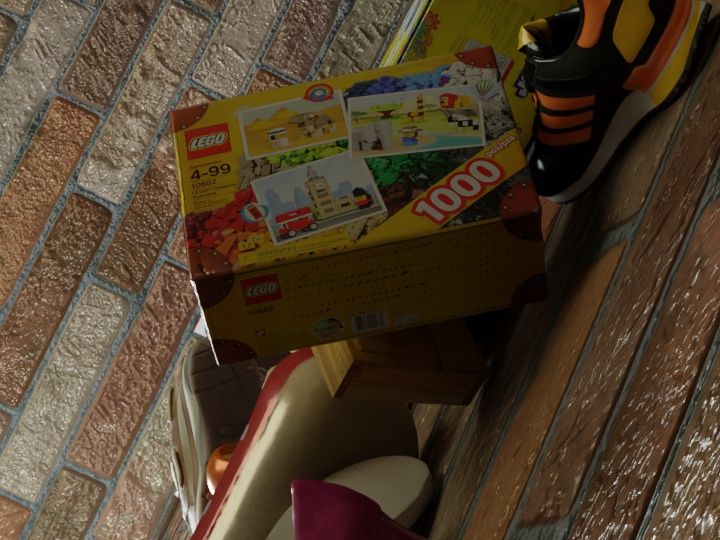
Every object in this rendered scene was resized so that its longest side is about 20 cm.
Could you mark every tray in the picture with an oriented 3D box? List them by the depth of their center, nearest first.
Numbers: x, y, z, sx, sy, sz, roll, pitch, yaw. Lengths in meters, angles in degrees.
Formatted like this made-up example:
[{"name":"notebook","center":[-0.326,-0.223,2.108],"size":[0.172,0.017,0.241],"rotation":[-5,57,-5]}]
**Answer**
[{"name":"tray","center":[0.000,0.000,1.181],"size":[0.037,0.098,0.200],"rotation":[-62,37,33]}]

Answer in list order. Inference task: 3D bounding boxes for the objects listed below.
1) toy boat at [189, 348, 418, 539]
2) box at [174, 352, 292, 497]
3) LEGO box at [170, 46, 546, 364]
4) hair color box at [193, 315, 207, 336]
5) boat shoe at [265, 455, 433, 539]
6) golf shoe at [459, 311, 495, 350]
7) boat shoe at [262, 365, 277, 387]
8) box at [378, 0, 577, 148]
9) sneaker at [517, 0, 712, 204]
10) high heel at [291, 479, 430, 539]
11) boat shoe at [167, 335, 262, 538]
[{"name":"toy boat","center":[-0.054,0.144,1.224],"size":[0.131,0.130,0.200],"rotation":[20,81,50]},{"name":"box","center":[-0.146,0.185,2.224],"size":[0.100,0.075,0.200],"rotation":[-57,7,46]},{"name":"LEGO box","center":[-0.002,-0.041,1.100],"size":[0.077,0.200,0.149],"rotation":[79,179,-46]},{"name":"hair color box","center":[-0.187,0.034,3.066],"size":[0.200,0.101,0.061],"rotation":[-61,6,28]},{"name":"boat shoe","center":[-0.021,0.200,1.125],"size":[0.200,0.075,0.093],"rotation":[-37,-53,-36]},{"name":"golf shoe","center":[0.048,0.011,1.258],"size":[0.077,0.088,0.200],"rotation":[-62,9,-1]},{"name":"boat shoe","center":[-0.055,0.109,1.482],"size":[0.200,0.065,0.071],"rotation":[-38,-11,-37]},{"name":"box","center":[0.101,-0.191,1.484],"size":[0.200,0.122,0.193],"rotation":[-61,7,24]},{"name":"sneaker","center":[0.127,-0.114,1.096],"size":[0.070,0.090,0.200],"rotation":[-67,7,-30]},{"name":"high heel","center":[-0.035,0.219,1.032],"size":[0.200,0.096,0.067],"rotation":[-64,6,-2]},{"name":"boat shoe","center":[-0.103,0.152,1.378],"size":[0.072,0.076,0.200],"rotation":[-36,54,53]}]
